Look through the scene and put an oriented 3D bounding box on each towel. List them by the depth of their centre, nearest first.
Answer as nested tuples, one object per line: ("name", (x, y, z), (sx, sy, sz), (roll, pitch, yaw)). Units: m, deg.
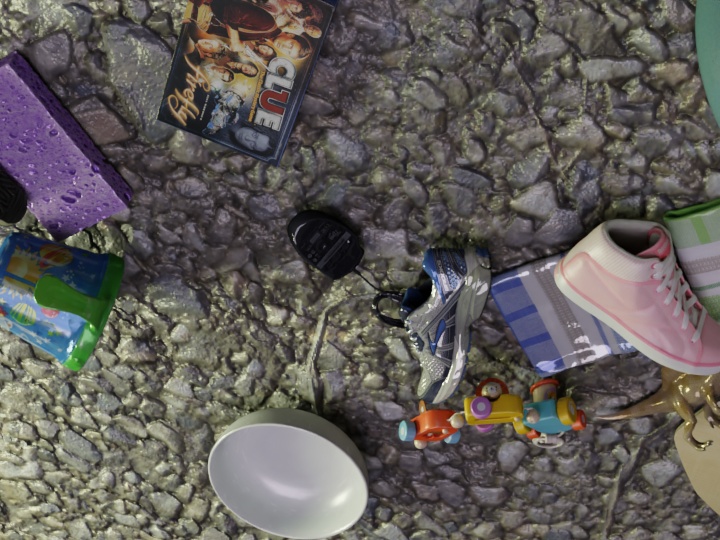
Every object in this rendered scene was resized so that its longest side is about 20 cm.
("towel", (0.405, 0.007, 1.333), (0.148, 0.031, 0.201), (-17, 122, 24))
("towel", (0.248, 0.037, 1.402), (0.199, 0.024, 0.147), (-18, 121, 26))

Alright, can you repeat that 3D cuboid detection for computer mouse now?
("computer mouse", (0.000, 0.000, 1.434), (0.200, 0.034, 0.059), (40, 101, -24))

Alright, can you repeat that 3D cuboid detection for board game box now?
("board game box", (-0.111, -0.208, 1.290), (0.135, 0.035, 0.201), (21, 130, -3))

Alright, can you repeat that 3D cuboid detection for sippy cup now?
("sippy cup", (-0.344, 0.024, 1.454), (0.130, 0.140, 0.178), (24, 138, -18))

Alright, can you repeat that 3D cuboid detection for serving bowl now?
("serving bowl", (-0.082, 0.237, 1.615), (0.198, 0.066, 0.201), (7, 129, 9))

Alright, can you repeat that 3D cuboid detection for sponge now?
("sponge", (-0.344, -0.129, 1.414), (0.111, 0.030, 0.200), (-21, 120, 29))

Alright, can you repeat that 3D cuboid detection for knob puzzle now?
("knob puzzle", (0.450, 0.206, 1.476), (0.218, 0.030, 0.221), (9, 118, 17))

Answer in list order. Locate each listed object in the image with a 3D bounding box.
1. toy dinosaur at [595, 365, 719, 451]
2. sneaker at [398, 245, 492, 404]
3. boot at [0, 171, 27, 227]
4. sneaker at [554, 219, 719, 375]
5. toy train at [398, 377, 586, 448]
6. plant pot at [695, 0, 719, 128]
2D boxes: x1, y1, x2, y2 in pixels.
("toy dinosaur", (0.358, 0.140, 1.441), (0.101, 0.058, 0.200), (52, 136, 3))
("sneaker", (0.079, 0.054, 1.422), (0.084, 0.077, 0.201), (10, 121, -5))
("boot", (-0.479, -0.081, 1.453), (0.199, 0.073, 0.182), (-16, 122, 43))
("sneaker", (0.299, 0.022, 1.310), (0.199, 0.076, 0.105), (32, 134, -1))
("toy train", (0.150, 0.158, 1.486), (0.198, 0.056, 0.150), (4, 158, -18))
("plant pot", (0.354, -0.221, 1.082), (0.200, 0.200, 0.135), (-32, 80, 33))
